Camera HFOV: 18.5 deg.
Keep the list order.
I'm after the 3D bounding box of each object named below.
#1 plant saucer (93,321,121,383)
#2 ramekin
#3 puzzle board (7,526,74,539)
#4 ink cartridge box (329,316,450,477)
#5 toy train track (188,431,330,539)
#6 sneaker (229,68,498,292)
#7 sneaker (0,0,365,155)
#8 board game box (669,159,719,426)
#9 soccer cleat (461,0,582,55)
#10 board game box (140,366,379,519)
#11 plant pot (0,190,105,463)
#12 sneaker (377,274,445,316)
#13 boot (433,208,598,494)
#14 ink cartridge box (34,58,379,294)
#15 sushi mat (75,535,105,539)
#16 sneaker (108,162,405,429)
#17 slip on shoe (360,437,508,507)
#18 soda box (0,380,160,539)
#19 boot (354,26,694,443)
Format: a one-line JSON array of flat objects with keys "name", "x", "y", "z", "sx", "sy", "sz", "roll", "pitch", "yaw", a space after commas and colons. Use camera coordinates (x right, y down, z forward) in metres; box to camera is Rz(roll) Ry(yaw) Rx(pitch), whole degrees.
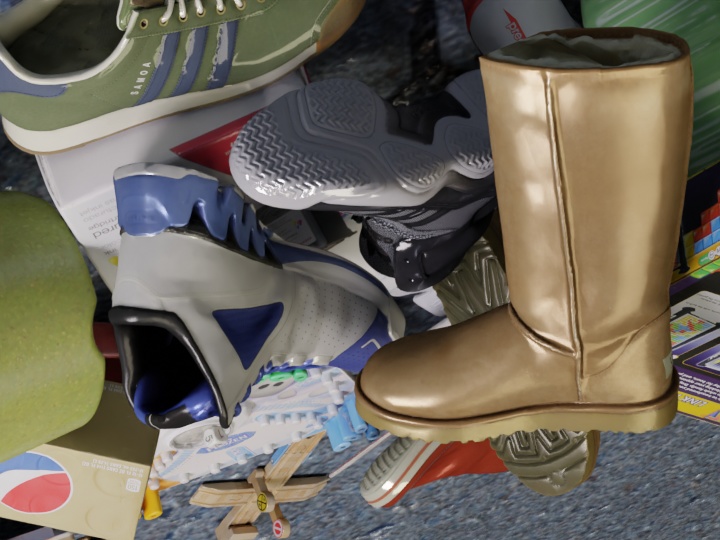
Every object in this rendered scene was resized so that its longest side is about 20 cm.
[{"name": "plant saucer", "x": -0.163, "y": 0.085, "z": 1.392, "sx": 0.199, "sy": 0.037, "sz": 0.200, "roll": 4, "pitch": 148, "yaw": -40}, {"name": "ramekin", "x": 0.203, "y": -0.108, "z": 1.209, "sx": 0.097, "sy": 0.201, "sz": 0.200, "roll": -27, "pitch": 152, "yaw": 23}, {"name": "puzzle board", "x": -0.272, "y": 0.198, "z": 1.460, "sx": 0.150, "sy": 0.018, "sz": 0.200, "roll": -19, "pitch": 177, "yaw": -16}, {"name": "ink cartridge box", "x": 0.076, "y": 0.044, "z": 1.430, "sx": 0.176, "sy": 0.045, "sz": 0.200, "roll": -37, "pitch": 175, "yaw": 40}, {"name": "toy train track", "x": -0.049, "y": 0.147, "z": 1.602, "sx": 0.114, "sy": 0.033, "sz": 0.200, "roll": 0, "pitch": 142, "yaw": -36}, {"name": "sneaker", "x": 0.010, "y": -0.037, "z": 1.135, "sx": 0.199, "sy": 0.076, "sz": 0.114, "roll": -11, "pitch": 145, "yaw": -36}, {"name": "sneaker", "x": -0.094, "y": -0.125, "z": 1.083, "sx": 0.199, "sy": 0.067, "sz": 0.090, "roll": -23, "pitch": 153, "yaw": -1}, {"name": "board game box", "x": 0.209, "y": 0.021, "z": 1.189, "sx": 0.199, "sy": 0.057, "sz": 0.165, "roll": 18, "pitch": 148, "yaw": -34}, {"name": "soccer cleat", "x": 0.120, "y": -0.103, "z": 1.260, "sx": 0.068, "sy": 0.086, "sz": 0.200, "roll": -31, "pitch": 150, "yaw": 14}, {"name": "board game box", "x": -0.101, "y": 0.103, "z": 1.389, "sx": 0.199, "sy": 0.026, "sz": 0.200, "roll": -20, "pitch": 159, "yaw": 9}, {"name": "plant pot", "x": -0.239, "y": 0.041, "z": 1.140, "sx": 0.183, "sy": 0.201, "sz": 0.201, "roll": -15, "pitch": 151, "yaw": -32}, {"name": "sneaker", "x": 0.000, "y": 0.000, "z": 1.350, "sx": 0.199, "sy": 0.075, "sz": 0.115, "roll": -33, "pitch": 147, "yaw": 9}, {"name": "boot", "x": 0.135, "y": 0.020, "z": 1.309, "sx": 0.066, "sy": 0.176, "sz": 0.200, "roll": -20, "pitch": -178, "yaw": 37}, {"name": "ink cartridge box", "x": -0.082, "y": -0.045, "z": 1.208, "sx": 0.147, "sy": 0.086, "sz": 0.200, "roll": -25, "pitch": 149, "yaw": -1}, {"name": "sushi mat", "x": -0.271, "y": 0.217, "z": 1.523, "sx": 0.199, "sy": 0.012, "sz": 0.096, "roll": -20, "pitch": 178, "yaw": 2}, {"name": "sneaker", "x": -0.067, "y": 0.034, "z": 1.125, "sx": 0.080, "sy": 0.116, "sz": 0.199, "roll": 2, "pitch": 161, "yaw": 37}, {"name": "slip on shoe", "x": 0.079, "y": 0.106, "z": 1.445, "sx": 0.199, "sy": 0.061, "sz": 0.074, "roll": -29, "pitch": 176, "yaw": -40}, {"name": "soda box", "x": -0.216, "y": 0.092, "z": 1.258, "sx": 0.198, "sy": 0.064, "sz": 0.068, "roll": 12, "pitch": 129, "yaw": -6}, {"name": "boot", "x": 0.075, "y": -0.018, "z": 1.078, "sx": 0.174, "sy": 0.066, "sz": 0.201, "roll": -3, "pitch": 121, "yaw": 5}]
